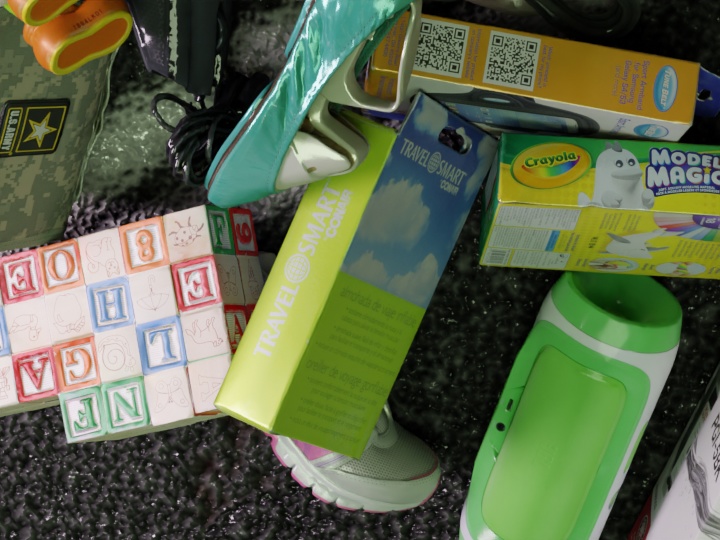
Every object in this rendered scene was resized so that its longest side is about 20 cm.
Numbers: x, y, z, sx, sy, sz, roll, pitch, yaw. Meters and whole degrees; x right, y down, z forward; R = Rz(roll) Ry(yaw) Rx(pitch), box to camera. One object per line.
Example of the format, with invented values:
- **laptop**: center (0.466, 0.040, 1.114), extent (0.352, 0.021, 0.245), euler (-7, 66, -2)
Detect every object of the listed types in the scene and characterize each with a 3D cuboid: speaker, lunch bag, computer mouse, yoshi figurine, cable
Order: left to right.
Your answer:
- **lunch bag**: center (-0.237, -0.106, 1.472), extent (0.199, 0.118, 0.165), euler (12, 117, -10)
- **yoshi figurine**: center (-0.189, -0.204, 1.393), extent (0.200, 0.112, 0.113), euler (47, 119, 26)
- **computer mouse**: center (-0.092, -0.158, 1.435), extent (0.052, 0.139, 0.201), euler (-15, 105, 20)
- **cable**: center (0.065, -0.173, 1.409), extent (0.199, 0.050, 0.097), euler (1, 133, -24)
- **speaker**: center (0.123, 0.096, 1.567), extent (0.088, 0.089, 0.201), euler (17, 118, -5)

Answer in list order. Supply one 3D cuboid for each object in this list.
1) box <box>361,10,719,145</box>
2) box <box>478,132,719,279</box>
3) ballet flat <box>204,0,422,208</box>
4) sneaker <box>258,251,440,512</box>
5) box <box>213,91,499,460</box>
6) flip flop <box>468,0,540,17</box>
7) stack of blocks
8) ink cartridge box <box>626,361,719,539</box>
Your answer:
- **box**: center (0.102, -0.098, 1.448), extent (0.199, 0.119, 0.042), euler (12, 81, 0)
- **box**: center (0.171, -0.034, 1.474), extent (0.199, 0.049, 0.117), euler (5, 163, -2)
- **ballet flat**: center (-0.017, -0.091, 1.370), extent (0.070, 0.067, 0.200), euler (38, 125, 11)
- **sneaker**: center (-0.023, 0.066, 1.563), extent (0.200, 0.081, 0.088), euler (38, 116, -15)
- **box**: center (0.000, 0.000, 1.464), extent (0.047, 0.122, 0.201), euler (24, 90, 28)
- **flip flop**: center (0.024, -0.185, 1.440), extent (0.199, 0.058, 0.081), euler (19, 118, -6)
- **stack of blocks**: center (-0.153, 0.041, 1.523), extent (0.199, 0.059, 0.116), euler (-13, 83, 24)
- **ink cartridge box**: center (0.229, 0.135, 1.544), extent (0.082, 0.147, 0.201), euler (21, 116, -5)
